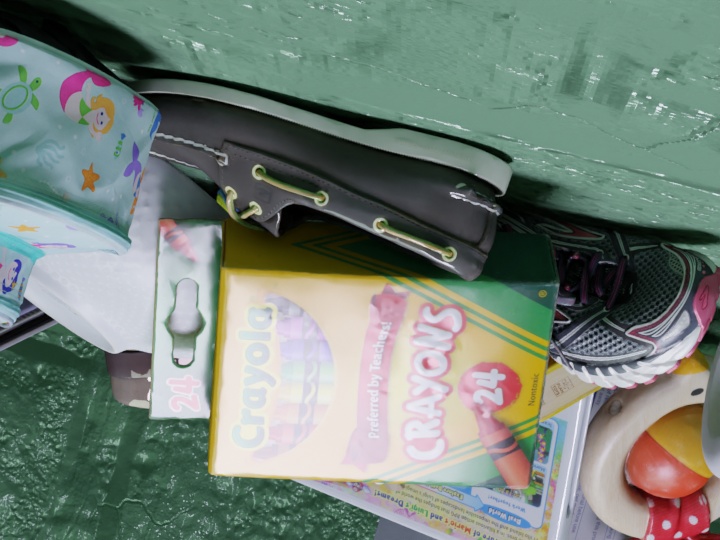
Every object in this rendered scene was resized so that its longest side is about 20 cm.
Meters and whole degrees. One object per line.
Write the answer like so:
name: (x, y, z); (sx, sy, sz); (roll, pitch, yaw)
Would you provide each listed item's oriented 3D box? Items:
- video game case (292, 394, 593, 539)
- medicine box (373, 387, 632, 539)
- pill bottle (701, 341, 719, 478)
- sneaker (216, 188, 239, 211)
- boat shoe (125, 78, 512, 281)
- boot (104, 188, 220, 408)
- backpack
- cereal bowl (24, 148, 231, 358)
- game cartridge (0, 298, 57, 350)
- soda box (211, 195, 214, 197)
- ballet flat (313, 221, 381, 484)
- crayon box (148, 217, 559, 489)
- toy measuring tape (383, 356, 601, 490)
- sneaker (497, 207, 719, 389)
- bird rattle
video game case: (0.045, 0.078, 1.471); (0.199, 0.183, 0.024); (20, -150, 22)
medicine box: (0.134, 0.130, 1.595); (0.199, 0.184, 0.103); (12, -173, -35)
pill bottle: (0.292, 0.083, 1.301); (0.199, 0.112, 0.111); (16, 173, -6)
sneaker: (0.000, 0.000, 1.407); (0.199, 0.083, 0.071); (27, 147, 24)
boat shoe: (-0.030, -0.045, 1.164); (0.200, 0.061, 0.072); (13, 173, 13)
boot: (-0.137, 0.013, 1.497); (0.198, 0.147, 0.070); (11, -154, -1)
backpack: (-0.199, -0.057, 1.118); (0.199, 0.152, 0.177); (6, 169, 28)
cereal bowl: (-0.144, -0.017, 1.289); (0.199, 0.084, 0.200); (35, 169, 8)
game cartridge: (-0.249, 0.001, 1.600); (0.129, 0.039, 0.199); (31, -138, 32)
soda box: (-0.157, -0.031, 1.555); (0.199, 0.064, 0.071); (16, 173, -18)
ballet flat: (-0.007, 0.019, 1.316); (0.069, 0.201, 0.070); (-21, 162, -7)
crayon box: (-0.007, 0.042, 1.213); (0.198, 0.128, 0.051); (2, -148, -4)
toy measuring tape: (0.088, 0.048, 1.338); (0.199, 0.074, 0.074); (-30, 170, 1)
sneaker: (0.097, 0.008, 1.263); (0.199, 0.081, 0.075); (5, 153, 40)
bird rattle: (0.200, 0.117, 1.494); (0.163, 0.200, 0.113); (33, -154, -34)
